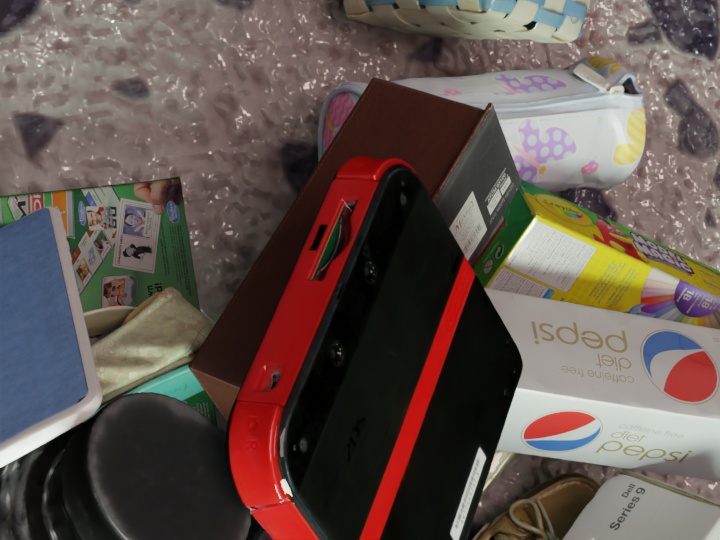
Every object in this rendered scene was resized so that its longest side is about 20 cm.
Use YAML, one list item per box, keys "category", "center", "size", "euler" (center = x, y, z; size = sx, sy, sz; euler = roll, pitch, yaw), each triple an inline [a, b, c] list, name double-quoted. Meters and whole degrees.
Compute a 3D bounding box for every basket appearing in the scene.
- category: "basket"
  center: [0.068, -0.236, 1.062]
  size: [0.139, 0.176, 0.201]
  euler: [1, 97, -43]

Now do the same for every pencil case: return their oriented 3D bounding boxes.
- category: "pencil case"
  center: [0.073, -0.079, 1.085]
  size: [0.199, 0.091, 0.084]
  euler: [-9, 86, -28]

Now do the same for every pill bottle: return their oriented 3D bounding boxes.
- category: "pill bottle"
  center: [-0.140, 0.138, 0.833]
  size: [0.112, 0.200, 0.112]
  euler: [27, 43, -29]

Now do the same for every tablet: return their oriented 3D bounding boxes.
- category: "tablet"
  center: [-0.188, 0.041, 0.851]
  size: [0.130, 0.200, 0.014]
  euler: [-27, 121, -1]

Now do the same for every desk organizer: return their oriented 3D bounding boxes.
- category: "desk organizer"
  center: [0.000, 0.000, 0.966]
  size: [0.200, 0.077, 0.072]
  euler: [-58, 148, -21]

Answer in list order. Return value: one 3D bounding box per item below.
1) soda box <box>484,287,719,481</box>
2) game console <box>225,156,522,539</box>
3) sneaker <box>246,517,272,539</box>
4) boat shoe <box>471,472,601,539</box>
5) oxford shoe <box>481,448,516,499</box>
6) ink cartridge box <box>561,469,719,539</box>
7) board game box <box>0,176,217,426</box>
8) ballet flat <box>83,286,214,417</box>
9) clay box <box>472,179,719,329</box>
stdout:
- category: "soda box"
  center: [0.139, 0.066, 1.044]
  size: [0.199, 0.064, 0.068]
  euler: [10, 51, -19]
- category: "game console"
  center: [0.013, 0.064, 0.871]
  size: [0.177, 0.031, 0.200]
  euler: [58, 41, -39]
- category: "sneaker"
  center: [-0.028, 0.139, 0.988]
  size: [0.200, 0.070, 0.082]
  euler: [-47, 123, -11]
- category: "boat shoe"
  center: [0.082, 0.189, 1.061]
  size: [0.200, 0.063, 0.073]
  euler: [-38, 77, -24]
- category: "oxford shoe"
  center: [0.026, 0.141, 1.049]
  size: [0.058, 0.075, 0.200]
  euler: [37, 69, 8]
- category: "ink cartridge box"
  center: [0.172, 0.238, 1.063]
  size: [0.145, 0.087, 0.200]
  euler: [-49, 130, -24]
- category: "board game box"
  center: [-0.147, 0.056, 0.981]
  size: [0.134, 0.029, 0.201]
  euler: [-7, 88, -29]
- category: "ballet flat"
  center: [-0.162, 0.065, 0.930]
  size: [0.200, 0.068, 0.062]
  euler: [-24, 70, -33]
- category: "clay box"
  center: [0.148, 0.035, 1.105]
  size: [0.199, 0.048, 0.115]
  euler: [23, 115, -26]
